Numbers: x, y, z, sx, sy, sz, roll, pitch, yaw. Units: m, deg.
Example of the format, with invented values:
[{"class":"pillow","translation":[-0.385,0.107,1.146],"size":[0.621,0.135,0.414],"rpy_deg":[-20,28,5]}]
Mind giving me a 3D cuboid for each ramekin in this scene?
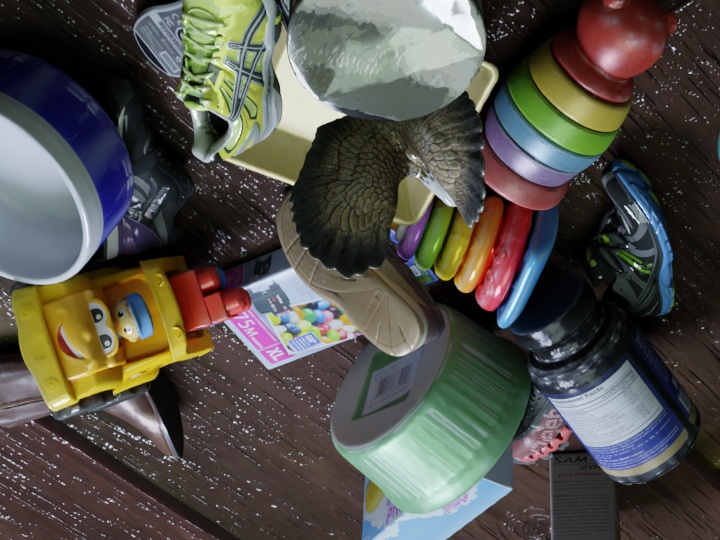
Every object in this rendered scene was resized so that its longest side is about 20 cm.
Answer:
[{"class":"ramekin","translation":[0.062,0.128,1.686],"size":[0.098,0.200,0.200],"rpy_deg":[38,125,-24]}]

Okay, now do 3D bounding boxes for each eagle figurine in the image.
[{"class":"eagle figurine","translation":[0.036,-0.093,1.354],"size":[0.151,0.200,0.152],"rpy_deg":[17,113,6]}]

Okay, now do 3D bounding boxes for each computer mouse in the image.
[{"class":"computer mouse","translation":[-0.114,-0.213,1.407],"size":[0.200,0.044,0.110],"rpy_deg":[-11,124,48]}]

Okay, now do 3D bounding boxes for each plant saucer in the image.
[{"class":"plant saucer","translation":[-0.006,-0.150,1.487],"size":[0.200,0.048,0.200],"rpy_deg":[20,134,-9]}]

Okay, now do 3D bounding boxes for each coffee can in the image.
[{"class":"coffee can","translation":[0.018,-0.233,1.305],"size":[0.146,0.200,0.147],"rpy_deg":[0,136,0]}]

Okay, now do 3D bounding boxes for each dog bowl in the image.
[{"class":"dog bowl","translation":[-0.298,-0.089,1.485],"size":[0.200,0.079,0.200],"rpy_deg":[18,136,19]}]

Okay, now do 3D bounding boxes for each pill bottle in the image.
[{"class":"pill bottle","translation":[0.230,0.100,1.642],"size":[0.112,0.112,0.200],"rpy_deg":[-28,115,25]}]

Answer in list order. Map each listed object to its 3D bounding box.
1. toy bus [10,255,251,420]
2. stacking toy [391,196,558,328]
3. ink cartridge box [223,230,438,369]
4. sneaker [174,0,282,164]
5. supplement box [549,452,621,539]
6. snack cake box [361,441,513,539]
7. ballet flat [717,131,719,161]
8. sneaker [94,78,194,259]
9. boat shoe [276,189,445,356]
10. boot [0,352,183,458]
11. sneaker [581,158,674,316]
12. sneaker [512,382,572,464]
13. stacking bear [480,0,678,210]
[{"class":"toy bus","translation":[-0.204,0.046,1.593],"size":[0.192,0.136,0.200],"rpy_deg":[-18,178,11]},{"class":"stacking toy","translation":[0.073,-0.037,1.592],"size":[0.200,0.116,0.110],"rpy_deg":[19,131,-3]},{"class":"ink cartridge box","translation":[-0.037,0.021,1.684],"size":[0.200,0.042,0.119],"rpy_deg":[-23,132,20]},{"class":"sneaker","translation":[-0.108,-0.166,1.349],"size":[0.075,0.076,0.200],"rpy_deg":[19,140,28]},{"class":"supplement box","translation":[0.247,0.313,1.868],"size":[0.073,0.200,0.126],"rpy_deg":[-4,137,9]},{"class":"snack cake box","translation":[0.079,0.214,1.811],"size":[0.067,0.115,0.200],"rpy_deg":[22,138,-21]},{"class":"ballet flat","translation":[0.364,-0.160,1.481],"size":[0.063,0.069,0.200],"rpy_deg":[-5,139,-15]},{"class":"sneaker","translation":[-0.194,-0.097,1.553],"size":[0.087,0.076,0.200],"rpy_deg":[-8,140,-17]},{"class":"boat shoe","translation":[0.000,0.000,1.580],"size":[0.065,0.200,0.072],"rpy_deg":[-4,132,-53]},{"class":"boot","translation":[-0.301,0.144,1.789],"size":[0.200,0.064,0.187],"rpy_deg":[-17,120,12]},{"class":"sneaker","translation":[0.248,-0.021,1.617],"size":[0.083,0.071,0.200],"rpy_deg":[-13,138,4]},{"class":"sneaker","translation":[0.196,0.124,1.767],"size":[0.098,0.071,0.200],"rpy_deg":[26,128,-25]},{"class":"stacking bear","translation":[0.182,-0.157,1.457],"size":[0.121,0.114,0.200],"rpy_deg":[22,127,-22]}]
